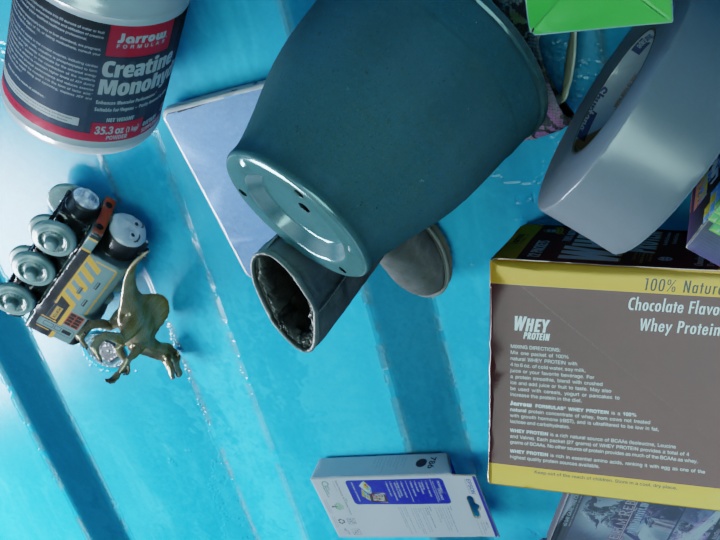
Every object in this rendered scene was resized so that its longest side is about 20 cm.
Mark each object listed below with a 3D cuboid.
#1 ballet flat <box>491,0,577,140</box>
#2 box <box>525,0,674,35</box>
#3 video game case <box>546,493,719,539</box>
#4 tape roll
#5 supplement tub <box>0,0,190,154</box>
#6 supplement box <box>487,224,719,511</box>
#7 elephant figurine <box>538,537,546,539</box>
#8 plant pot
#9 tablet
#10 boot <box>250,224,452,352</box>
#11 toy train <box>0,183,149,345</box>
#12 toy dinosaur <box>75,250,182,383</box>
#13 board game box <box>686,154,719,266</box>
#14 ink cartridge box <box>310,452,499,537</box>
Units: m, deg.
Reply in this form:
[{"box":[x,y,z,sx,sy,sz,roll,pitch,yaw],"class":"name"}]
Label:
[{"box":[0.131,-0.192,0.890,0.071,0.069,0.200,-14,126,8],"class":"ballet flat"},{"box":[0.152,-0.281,0.732,0.097,0.177,0.200,0,125,20],"class":"box"},{"box":[0.290,0.230,1.080,0.200,0.019,0.143,8,134,-1],"class":"video game case"},{"box":[0.209,-0.113,0.824,0.066,0.200,0.200,31,130,-3],"class":"tape roll"},{"box":[-0.219,-0.210,0.952,0.140,0.140,0.200,25,131,1],"class":"supplement tub"},{"box":[0.218,0.074,0.969,0.197,0.133,0.200,3,106,19],"class":"supplement box"},{"box":[0.221,0.401,1.280,0.141,0.155,0.200,-31,132,-10],"class":"elephant figurine"},{"box":[0.006,-0.106,0.862,0.200,0.188,0.200,36,164,12],"class":"plant pot"},{"box":[-0.093,-0.082,1.086,0.130,0.014,0.200,-10,123,26],"class":"tablet"},{"box":[-0.001,0.001,0.991,0.073,0.200,0.182,-19,117,32],"class":"boot"},{"box":[-0.300,-0.005,1.185,0.114,0.085,0.200,29,129,-20],"class":"toy train"},{"box":[-0.244,0.053,1.196,0.058,0.101,0.200,39,154,33],"class":"toy dinosaur"},{"box":[0.348,-0.033,0.855,0.200,0.165,0.057,28,130,-1],"class":"board game box"},{"box":[0.052,0.251,1.269,0.200,0.039,0.099,-5,124,26],"class":"ink cartridge box"}]
